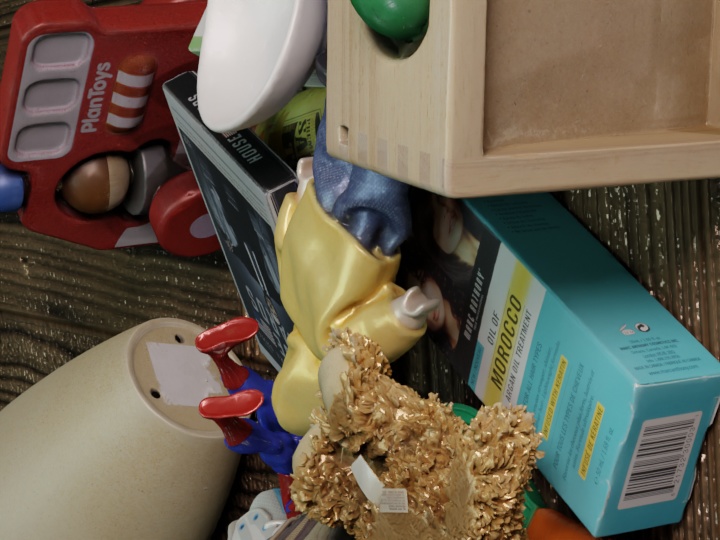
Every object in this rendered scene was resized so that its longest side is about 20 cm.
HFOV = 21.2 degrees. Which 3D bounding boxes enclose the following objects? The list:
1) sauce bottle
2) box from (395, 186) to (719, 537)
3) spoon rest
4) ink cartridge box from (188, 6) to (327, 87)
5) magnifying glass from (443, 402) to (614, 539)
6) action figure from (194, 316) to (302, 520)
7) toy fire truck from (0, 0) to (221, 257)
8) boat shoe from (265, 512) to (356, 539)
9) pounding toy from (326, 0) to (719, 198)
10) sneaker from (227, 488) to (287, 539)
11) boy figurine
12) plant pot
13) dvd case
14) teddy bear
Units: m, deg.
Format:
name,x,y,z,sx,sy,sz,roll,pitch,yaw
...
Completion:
name,x,y,z,sx,sy,sz,roll,pitch,yaw
sauce bottle,0.003,-0.075,1.009,0.200,0.066,0.067,165,98,-65
box,0.084,0.026,0.884,0.200,0.049,0.083,50,138,48
spoon rest,-0.044,-0.159,0.935,0.099,0.060,0.201,-28,45,54
ink cartridge box,-0.011,-0.197,1.019,0.145,0.048,0.201,13,79,62
magnifying glass,0.073,0.119,0.931,0.200,0.022,0.080,21,81,55
action figure,-0.039,0.094,1.057,0.200,0.051,0.066,65,-168,-61
toy fire truck,-0.151,-0.089,1.197,0.113,0.167,0.201,65,147,34
boat shoe,-0.028,0.154,0.993,0.073,0.200,0.075,-12,99,21
pounding toy,0.050,-0.134,0.755,0.142,0.199,0.186,24,116,60
sneaker,-0.042,0.172,1.145,0.200,0.074,0.087,-20,71,62
boy figurine,0.000,0.000,0.921,0.124,0.064,0.201,44,135,47
plant pot,-0.159,0.127,1.274,0.200,0.186,0.188,-50,50,38
dvd case,-0.045,0.002,1.077,0.150,0.025,0.201,45,158,52
teddy bear,0.041,0.110,0.852,0.199,0.066,0.146,27,119,42
